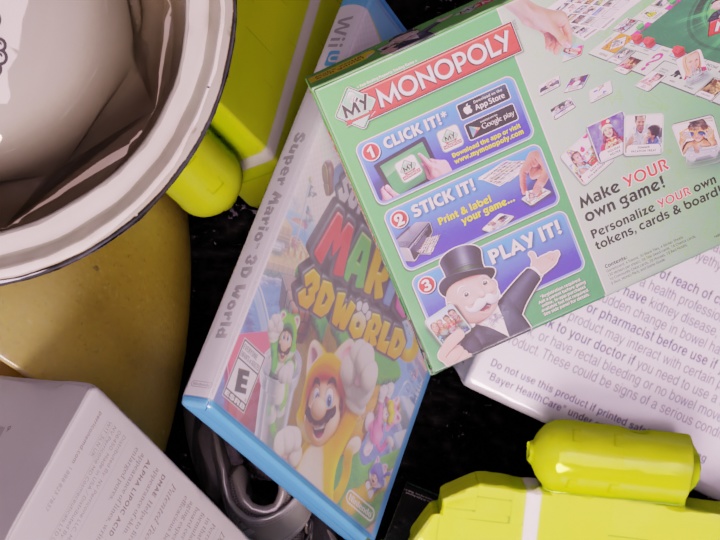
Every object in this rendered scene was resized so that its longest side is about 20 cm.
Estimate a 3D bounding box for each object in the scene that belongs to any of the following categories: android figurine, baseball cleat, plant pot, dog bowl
[{"bbox_3d":[-0.057,-0.108,0.786,0.041,0.183,0.200,-15,136,34],"label":"android figurine"},{"bbox_3d":[-0.040,0.135,0.821,0.069,0.106,0.202,-21,94,-6],"label":"baseball cleat"},{"bbox_3d":[0.093,0.155,0.764,0.198,0.041,0.184,8,94,-1],"label":"android figurine"},{"bbox_3d":[-0.152,0.000,0.787,0.199,0.200,0.143,28,65,-2],"label":"plant pot"},{"bbox_3d":[-0.147,-0.095,0.653,0.198,0.074,0.203,0,91,-9],"label":"dog bowl"}]

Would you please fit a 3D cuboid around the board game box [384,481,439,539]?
[{"bbox_3d":[0.094,0.182,0.812,0.198,0.024,0.105,22,66,5],"label":"board game box"}]

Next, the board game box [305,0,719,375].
[{"bbox_3d":[0.093,-0.058,0.737,0.198,0.029,0.136,-24,107,-1],"label":"board game box"}]

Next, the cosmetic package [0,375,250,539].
[{"bbox_3d":[-0.106,0.129,0.724,0.200,0.112,0.082,52,55,-42],"label":"cosmetic package"}]

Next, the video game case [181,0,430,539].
[{"bbox_3d":[0.000,0.000,0.779,0.018,0.143,0.202,4,63,34],"label":"video game case"}]

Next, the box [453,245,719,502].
[{"bbox_3d":[0.163,-0.006,0.823,0.182,0.105,0.202,24,91,-2],"label":"box"}]
